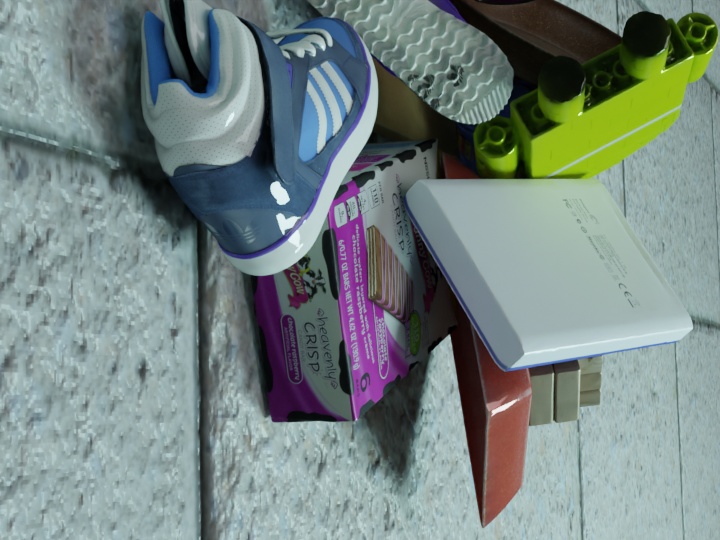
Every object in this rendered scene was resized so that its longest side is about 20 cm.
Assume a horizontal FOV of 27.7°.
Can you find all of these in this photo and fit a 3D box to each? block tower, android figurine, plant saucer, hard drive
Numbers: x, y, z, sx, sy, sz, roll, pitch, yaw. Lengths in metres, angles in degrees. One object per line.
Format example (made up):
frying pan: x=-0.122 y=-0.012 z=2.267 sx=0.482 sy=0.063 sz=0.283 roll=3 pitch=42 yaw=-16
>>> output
block tower: x=0.127 y=0.015 z=1.039 sx=0.058 sy=0.053 sz=0.202 roll=84 pitch=-1 yaw=-46
android figurine: x=0.161 y=-0.110 z=0.997 sx=0.041 sy=0.180 sz=0.200 roll=62 pitch=1 yaw=15
plant saucer: x=0.088 y=0.051 z=1.027 sx=0.201 sy=0.036 sz=0.202 roll=82 pitch=0 yaw=-59
hard drive: x=0.128 y=-0.003 z=0.963 sx=0.199 sy=0.025 sz=0.133 roll=-4 pitch=57 yaw=-47
plant saucer: x=0.145 y=-0.174 z=1.130 sx=0.037 sy=0.199 sz=0.200 roll=-65 pitch=166 yaw=23

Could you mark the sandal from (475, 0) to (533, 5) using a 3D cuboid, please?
sandal: x=0.099 y=-0.216 z=1.054 sx=0.199 sy=0.075 sz=0.049 roll=-16 pitch=82 yaw=-35

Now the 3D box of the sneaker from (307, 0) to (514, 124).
sneaker: x=0.010 y=-0.176 z=0.945 sx=0.200 sy=0.069 sz=0.100 roll=46 pitch=4 yaw=-16

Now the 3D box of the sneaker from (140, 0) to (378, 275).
sneaker: x=-0.056 y=-0.113 z=0.794 sx=0.147 sy=0.080 sz=0.202 roll=63 pitch=32 yaw=-41

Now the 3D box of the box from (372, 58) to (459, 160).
box: x=0.032 y=-0.175 z=1.082 sx=0.200 sy=0.021 sz=0.166 roll=11 pitch=76 yaw=-66

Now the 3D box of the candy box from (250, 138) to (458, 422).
candy box: x=0.000 y=0.000 z=0.930 sx=0.200 sy=0.060 sz=0.138 roll=-36 pitch=121 yaw=-64

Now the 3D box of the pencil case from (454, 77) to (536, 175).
pencil case: x=0.121 y=-0.068 z=1.158 sx=0.086 sy=0.078 sz=0.201 roll=-30 pitch=140 yaw=-17
